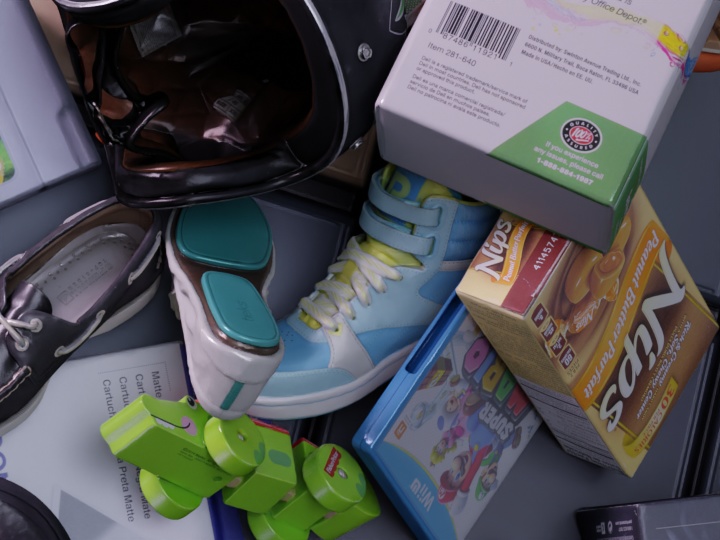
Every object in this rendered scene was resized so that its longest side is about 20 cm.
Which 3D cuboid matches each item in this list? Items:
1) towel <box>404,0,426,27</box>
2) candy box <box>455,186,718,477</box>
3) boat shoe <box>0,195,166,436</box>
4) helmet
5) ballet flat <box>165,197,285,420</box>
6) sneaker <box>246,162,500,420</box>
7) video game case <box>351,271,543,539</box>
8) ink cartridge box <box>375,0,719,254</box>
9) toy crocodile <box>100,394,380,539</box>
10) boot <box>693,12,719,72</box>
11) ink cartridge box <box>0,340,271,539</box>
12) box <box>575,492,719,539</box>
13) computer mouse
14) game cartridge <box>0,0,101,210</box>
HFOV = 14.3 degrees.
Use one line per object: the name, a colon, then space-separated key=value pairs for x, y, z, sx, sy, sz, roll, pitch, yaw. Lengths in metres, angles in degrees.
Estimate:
towel: x=-0.020 y=-0.235 z=1.730 sx=0.149 sy=0.031 sz=0.200 roll=-39 pitch=93 yaw=6
candy box: x=0.137 y=0.023 z=1.694 sx=0.116 sy=0.055 sz=0.200 roll=-57 pitch=143 yaw=-16
boat shoe: x=-0.184 y=0.027 z=1.621 sx=0.074 sy=0.060 sz=0.200 roll=41 pitch=56 yaw=19
helmet: x=-0.070 y=-0.138 z=1.633 sx=0.190 sy=0.200 sz=0.201 roll=-18 pitch=88 yaw=-3
ballet flat: x=-0.083 y=0.019 z=1.642 sx=0.069 sy=0.200 sz=0.070 roll=-3 pitch=119 yaw=-6
sneaker: x=0.000 y=0.000 z=1.673 sx=0.199 sy=0.079 sz=0.131 roll=-23 pitch=130 yaw=-28
video game case: x=0.078 y=0.059 z=1.702 sx=0.018 sy=0.143 sz=0.200 roll=24 pitch=70 yaw=33
ink cartridge box: x=0.115 y=-0.134 z=1.599 sx=0.144 sy=0.084 sz=0.201 roll=23 pitch=74 yaw=10
toy crocodile: x=-0.064 y=0.111 z=1.640 sx=0.199 sy=0.067 sz=0.062 roll=23 pitch=40 yaw=-37
boot: x=0.135 y=-0.135 z=1.707 sx=0.199 sy=0.108 sz=0.075 roll=9 pitch=41 yaw=7
ink cartridge box: x=-0.132 y=0.146 z=1.660 sx=0.199 sy=0.041 sz=0.201 roll=-10 pitch=85 yaw=-19
box: x=0.248 y=0.223 z=1.737 sx=0.199 sy=0.104 sz=0.183 roll=-5 pitch=85 yaw=-18
computer mouse: x=-0.237 y=0.116 z=1.552 sx=0.199 sy=0.141 sz=0.046 roll=20 pitch=75 yaw=6
game cartridge: x=-0.263 y=-0.083 z=1.653 sx=0.199 sy=0.040 sz=0.134 roll=-25 pitch=87 yaw=-19
